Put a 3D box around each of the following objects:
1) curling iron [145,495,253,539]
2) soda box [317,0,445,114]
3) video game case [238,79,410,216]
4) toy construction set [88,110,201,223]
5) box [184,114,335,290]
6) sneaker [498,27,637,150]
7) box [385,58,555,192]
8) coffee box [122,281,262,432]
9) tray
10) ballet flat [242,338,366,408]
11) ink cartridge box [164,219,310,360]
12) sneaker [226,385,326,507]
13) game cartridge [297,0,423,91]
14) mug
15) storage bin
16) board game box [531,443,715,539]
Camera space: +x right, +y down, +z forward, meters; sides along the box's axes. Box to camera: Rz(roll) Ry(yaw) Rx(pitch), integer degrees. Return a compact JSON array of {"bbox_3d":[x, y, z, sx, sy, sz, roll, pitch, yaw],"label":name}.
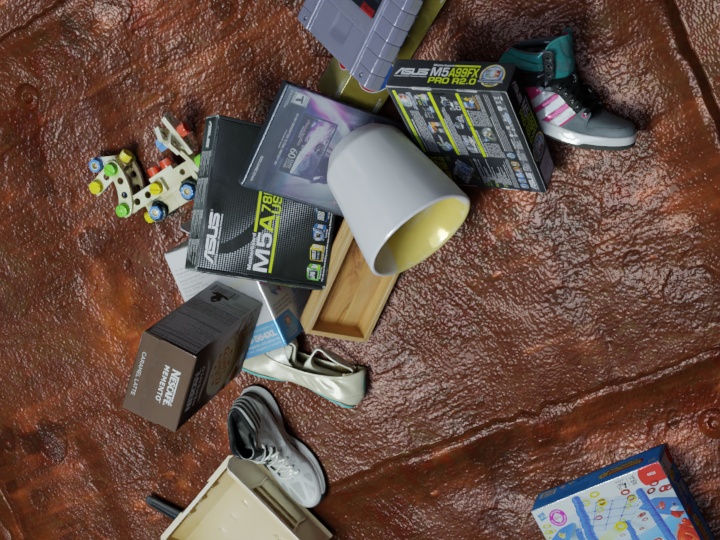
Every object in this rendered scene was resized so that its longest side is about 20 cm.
[{"bbox_3d":[-0.244,0.391,1.967,0.197,0.026,0.050,20,107,14],"label":"curling iron"},{"bbox_3d":[0.027,-0.291,1.608,0.067,0.064,0.201,15,120,-32],"label":"soda box"},{"bbox_3d":[-0.043,-0.149,1.628,0.198,0.019,0.144,15,111,-32],"label":"video game case"},{"bbox_3d":[-0.289,-0.142,1.783,0.199,0.092,0.132,-28,95,37],"label":"toy construction set"},{"bbox_3d":[-0.123,-0.086,1.656,0.047,0.191,0.203,6,86,58],"label":"box"},{"bbox_3d":[0.253,-0.229,1.548,0.197,0.084,0.122,20,122,15],"label":"sneaker"},{"bbox_3d":[0.137,-0.175,1.548,0.158,0.045,0.201,8,151,29],"label":"box"},{"bbox_3d":[-0.212,0.107,1.622,0.079,0.200,0.116,24,114,11],"label":"coffee box"},{"bbox_3d":[0.000,0.000,1.712,0.097,0.037,0.202,10,117,-29],"label":"tray"},{"bbox_3d":[-0.082,0.131,1.800,0.197,0.070,0.070,19,113,5],"label":"ballet flat"},{"bbox_3d":[-0.167,0.009,1.756,0.124,0.129,0.202,-18,101,25],"label":"ink cartridge box"},{"bbox_3d":[-0.133,0.275,1.836,0.075,0.115,0.202,-32,94,26],"label":"sneaker"},{"bbox_3d":[-0.005,-0.325,1.572,0.200,0.038,0.131,51,125,45],"label":"game cartridge"},{"bbox_3d":[0.036,-0.091,1.593,0.148,0.187,0.154,-33,69,-9],"label":"mug"},{"bbox_3d":[-0.179,0.407,1.884,0.198,0.094,0.201,43,109,7],"label":"storage bin"},{"bbox_3d":[0.363,0.363,1.707,0.198,0.056,0.198,-28,95,26],"label":"board game box"}]
